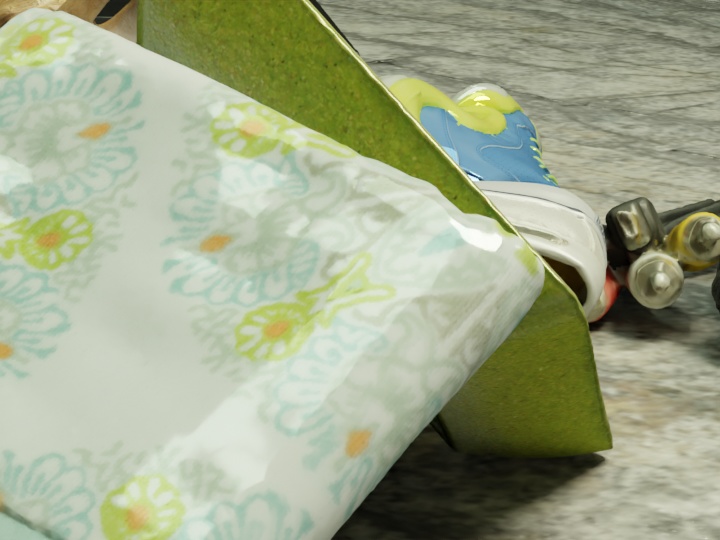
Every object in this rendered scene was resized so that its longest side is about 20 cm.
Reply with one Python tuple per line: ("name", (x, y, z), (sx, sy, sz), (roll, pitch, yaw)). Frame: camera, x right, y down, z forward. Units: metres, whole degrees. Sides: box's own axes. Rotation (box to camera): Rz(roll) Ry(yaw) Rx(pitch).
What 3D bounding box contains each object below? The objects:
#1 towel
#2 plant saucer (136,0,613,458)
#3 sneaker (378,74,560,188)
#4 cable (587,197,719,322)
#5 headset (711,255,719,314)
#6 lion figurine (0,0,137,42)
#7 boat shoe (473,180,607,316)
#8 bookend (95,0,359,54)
("towel", (-0.075, 0.016, 0.784), (0.200, 0.048, 0.171), (28, 64, 29))
("plant saucer", (-0.002, -0.019, 0.909), (0.200, 0.048, 0.200), (49, -5, 17))
("sneaker", (0.059, -0.034, 1.287), (0.105, 0.076, 0.200), (42, 17, 20))
("cable", (0.125, 0.000, 1.213), (0.097, 0.050, 0.200), (-26, -7, 11))
("headset", (0.199, -0.004, 1.092), (0.123, 0.094, 0.200), (11, 4, 32))
("lion figurine", (-0.110, -0.065, 1.244), (0.200, 0.123, 0.072), (52, 25, 23))
("boat shoe", (0.000, 0.000, 1.092), (0.200, 0.071, 0.070), (4, 22, 1))
("bookend", (-0.112, -0.084, 1.366), (0.198, 0.092, 0.200), (-1, 15, -9))
